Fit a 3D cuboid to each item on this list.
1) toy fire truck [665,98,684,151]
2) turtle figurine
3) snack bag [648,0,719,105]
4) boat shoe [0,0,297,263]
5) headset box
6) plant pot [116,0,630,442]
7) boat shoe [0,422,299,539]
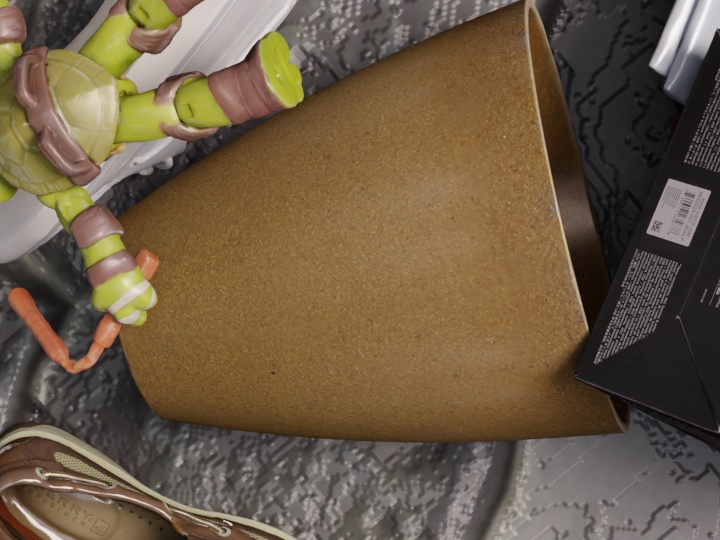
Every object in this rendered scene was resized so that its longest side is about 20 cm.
[{"bbox_3d":[0.192,0.006,0.974,0.140,0.049,0.201,18,83,-29],"label":"toy fire truck"},{"bbox_3d":[-0.114,-0.075,0.856,0.161,0.064,0.201,-29,76,20],"label":"turtle figurine"},{"bbox_3d":[0.218,-0.129,0.923,0.199,0.021,0.190,25,85,-42],"label":"snack bag"},{"bbox_3d":[-0.100,-0.076,0.941,0.068,0.072,0.200,24,109,-42],"label":"boat shoe"},{"bbox_3d":[0.191,0.012,0.868,0.200,0.077,0.150,27,85,-48],"label":"headset box"},{"bbox_3d":[0.000,0.000,0.917,0.199,0.186,0.188,-14,99,11],"label":"plant pot"},{"bbox_3d":[-0.086,0.142,0.969,0.201,0.075,0.075,25,96,-8],"label":"boat shoe"}]
